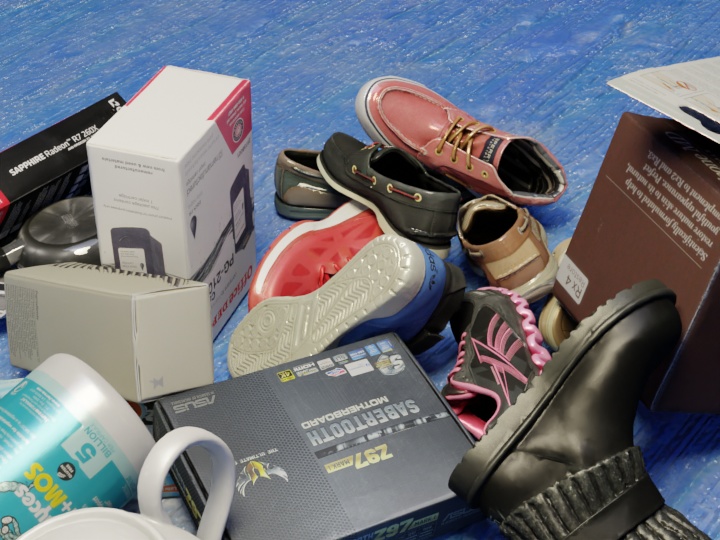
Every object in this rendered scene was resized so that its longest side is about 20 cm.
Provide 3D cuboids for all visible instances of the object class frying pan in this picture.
[{"bbox_3d":[-0.285,-0.026,1.197,0.189,0.031,0.115,-8,35,-2],"label":"frying pan"}]

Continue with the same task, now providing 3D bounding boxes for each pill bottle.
[{"bbox_3d":[-0.237,0.157,0.908,0.111,0.111,0.200,29,62,37],"label":"pill bottle"}]

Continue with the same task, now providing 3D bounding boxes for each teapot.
[{"bbox_3d":[-0.153,0.207,0.796,0.196,0.147,0.200,-14,39,-4],"label":"teapot"}]

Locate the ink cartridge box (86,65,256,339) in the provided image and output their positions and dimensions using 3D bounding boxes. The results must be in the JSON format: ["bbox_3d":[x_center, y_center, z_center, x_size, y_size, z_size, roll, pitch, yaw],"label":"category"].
[{"bbox_3d":[-0.150,-0.045,1.140,0.084,0.201,0.145,11,36,15],"label":"ink cartridge box"}]

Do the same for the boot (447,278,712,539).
[{"bbox_3d":[0.178,0.125,0.901,0.158,0.079,0.211,40,84,24],"label":"boot"}]

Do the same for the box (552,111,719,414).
[{"bbox_3d":[0.286,-0.002,1.032,0.199,0.165,0.166,5,30,-26],"label":"box"}]

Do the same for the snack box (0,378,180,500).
[{"bbox_3d":[-0.226,0.127,1.036,0.199,0.037,0.116,-5,35,-4],"label":"snack box"}]

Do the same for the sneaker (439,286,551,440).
[{"bbox_3d":[0.095,0.080,1.044,0.095,0.079,0.200,-7,33,-15],"label":"sneaker"}]

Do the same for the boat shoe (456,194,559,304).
[{"bbox_3d":[0.118,-0.033,1.179,0.076,0.072,0.200,-33,19,1],"label":"boat shoe"}]

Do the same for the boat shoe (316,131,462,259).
[{"bbox_3d":[0.026,-0.081,1.208,0.073,0.063,0.201,2,25,-30],"label":"boat shoe"}]

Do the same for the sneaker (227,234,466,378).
[{"bbox_3d":[-0.006,0.045,1.096,0.111,0.200,0.077,21,42,-49],"label":"sneaker"}]

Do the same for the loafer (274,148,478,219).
[{"bbox_3d":[0.016,-0.088,1.312,0.199,0.063,0.072,-4,34,-1],"label":"loafer"}]

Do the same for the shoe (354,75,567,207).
[{"bbox_3d":[0.095,-0.117,1.248,0.091,0.200,0.072,5,67,63],"label":"shoe"}]

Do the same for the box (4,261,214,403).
[{"bbox_3d":[-0.195,0.042,1.043,0.068,0.083,0.200,-9,12,-40],"label":"box"}]

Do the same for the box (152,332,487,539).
[{"bbox_3d":[-0.027,0.134,0.969,0.199,0.051,0.158,-15,48,-23],"label":"box"}]

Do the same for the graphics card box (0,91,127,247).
[{"bbox_3d":[-0.295,-0.076,1.254,0.051,0.125,0.200,48,46,5],"label":"graphics card box"}]

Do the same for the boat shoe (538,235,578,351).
[{"bbox_3d":[0.196,0.002,1.171,0.065,0.072,0.200,-2,37,41],"label":"boat shoe"}]

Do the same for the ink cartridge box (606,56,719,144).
[{"bbox_3d":[0.279,-0.093,0.970,0.160,0.047,0.200,35,33,29],"label":"ink cartridge box"}]

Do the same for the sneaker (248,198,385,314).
[{"bbox_3d":[0.000,0.000,1.174,0.115,0.079,0.200,18,40,29],"label":"sneaker"}]

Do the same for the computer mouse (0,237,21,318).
[{"bbox_3d":[-0.305,0.021,1.195,0.109,0.044,0.200,19,45,36],"label":"computer mouse"}]
